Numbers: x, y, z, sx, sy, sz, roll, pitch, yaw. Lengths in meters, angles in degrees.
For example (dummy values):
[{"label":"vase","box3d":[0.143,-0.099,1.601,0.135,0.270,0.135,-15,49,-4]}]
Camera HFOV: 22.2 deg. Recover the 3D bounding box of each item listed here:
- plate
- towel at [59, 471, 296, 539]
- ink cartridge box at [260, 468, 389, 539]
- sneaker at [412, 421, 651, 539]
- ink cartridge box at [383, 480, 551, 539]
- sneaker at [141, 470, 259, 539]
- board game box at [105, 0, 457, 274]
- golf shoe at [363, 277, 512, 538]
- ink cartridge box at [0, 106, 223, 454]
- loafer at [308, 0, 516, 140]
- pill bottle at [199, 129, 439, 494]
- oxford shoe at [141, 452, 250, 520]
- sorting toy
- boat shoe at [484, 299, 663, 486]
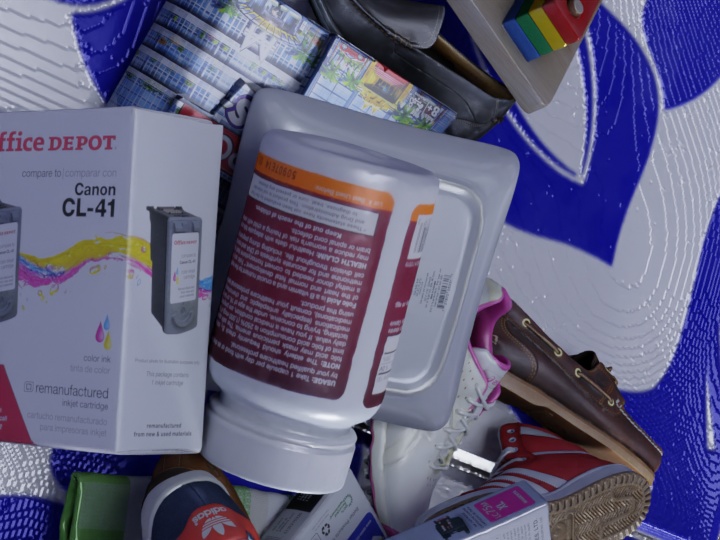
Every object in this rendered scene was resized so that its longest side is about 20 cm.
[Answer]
[{"label":"plate","box3d":[0.000,0.000,1.203,0.198,0.032,0.202,12,98,-23]},{"label":"towel","box3d":[-0.120,0.212,1.204,0.199,0.031,0.151,14,79,-43]},{"label":"ink cartridge box","box3d":[-0.002,0.240,1.276,0.095,0.037,0.201,-48,122,-34]},{"label":"sneaker","box3d":[0.098,0.165,1.312,0.198,0.112,0.072,-7,110,-32]},{"label":"ink cartridge box","box3d":[0.038,0.228,1.207,0.198,0.042,0.121,-22,121,-21]},{"label":"sneaker","box3d":[-0.081,0.221,1.080,0.074,0.084,0.202,-23,120,-21]},{"label":"board game box","box3d":[-0.071,-0.070,1.211,0.199,0.062,0.201,30,90,-23]},{"label":"golf shoe","box3d":[0.055,0.093,1.290,0.075,0.090,0.203,14,82,-69]},{"label":"ink cartridge box","box3d":[-0.168,0.006,1.114,0.085,0.146,0.203,4,88,-55]},{"label":"loafer","box3d":[0.030,-0.166,1.279,0.200,0.072,0.073,45,27,-30]},{"label":"pill bottle","box3d":[-0.030,0.025,1.118,0.113,0.114,0.202,10,100,-32]},{"label":"oxford shoe","box3d":[-0.082,0.194,1.181,0.070,0.072,0.202,-12,118,9]},{"label":"sorting toy","box3d":[0.122,-0.255,1.310,0.201,0.069,0.199,52,43,-21]},{"label":"boat shoe","box3d":[0.160,0.090,1.376,0.199,0.070,0.071,36,73,-27]}]
